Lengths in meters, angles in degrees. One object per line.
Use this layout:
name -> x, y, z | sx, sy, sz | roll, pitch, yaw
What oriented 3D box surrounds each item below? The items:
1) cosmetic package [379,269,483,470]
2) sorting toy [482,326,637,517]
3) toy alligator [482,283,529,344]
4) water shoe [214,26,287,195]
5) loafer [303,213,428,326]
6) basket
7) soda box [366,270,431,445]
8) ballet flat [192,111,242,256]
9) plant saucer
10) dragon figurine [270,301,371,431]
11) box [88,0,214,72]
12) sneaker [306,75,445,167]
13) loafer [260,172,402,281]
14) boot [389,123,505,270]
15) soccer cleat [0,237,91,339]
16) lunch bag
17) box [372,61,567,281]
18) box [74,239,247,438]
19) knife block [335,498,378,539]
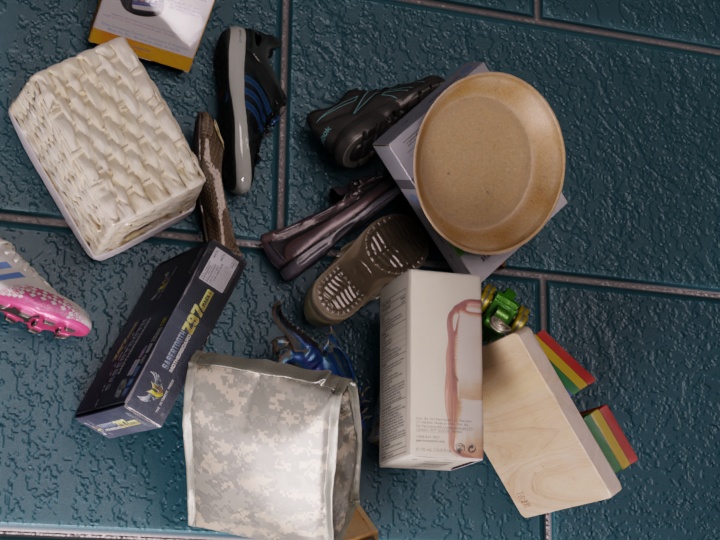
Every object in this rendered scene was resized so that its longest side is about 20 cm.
cosmetic package -> 0.075, 0.108, 1.658 | 0.087, 0.103, 0.200 | 5, 76, -17
sorting toy -> 0.201, 0.160, 1.714 | 0.070, 0.200, 0.199 | -29, 88, -26
toy alligator -> 0.151, 0.061, 1.756 | 0.059, 0.200, 0.054 | 32, 104, 2
water shoe -> -0.118, -0.183, 1.754 | 0.079, 0.072, 0.200 | 3, 76, -22
loafer -> 0.000, 0.000, 1.756 | 0.200, 0.068, 0.076 | -35, 92, -41
basket -> -0.267, -0.133, 1.654 | 0.136, 0.123, 0.200 | -29, 89, -24
soda box -> 0.069, 0.107, 1.750 | 0.064, 0.068, 0.200 | 22, 70, -15
ballet flat -> -0.157, -0.078, 1.712 | 0.046, 0.067, 0.200 | -5, 83, -9
plant saucer -> 0.135, -0.118, 1.705 | 0.200, 0.035, 0.200 | -3, 96, -29
dragon figurine -> -0.042, 0.099, 1.680 | 0.099, 0.059, 0.200 | -12, 119, -6
box -> -0.214, -0.329, 1.705 | 0.119, 0.041, 0.200 | 16, 114, -17
sneaker -> 0.023, -0.191, 1.809 | 0.079, 0.075, 0.200 | 37, 46, 25
loafer -> -0.026, -0.068, 1.762 | 0.200, 0.072, 0.063 | -39, 88, -22
boot -> 0.107, -0.088, 1.798 | 0.200, 0.077, 0.155 | 17, 75, -47
soccer cleat -> -0.367, 0.005, 1.609 | 0.200, 0.070, 0.086 | 21, 70, -14
lunch bag -> -0.087, 0.168, 1.550 | 0.164, 0.200, 0.118 | 10, 34, 13
box -> 0.126, -0.108, 1.744 | 0.156, 0.041, 0.200 | -41, 114, -20
box -> -0.208, 0.073, 1.603 | 0.051, 0.158, 0.200 | 34, 67, -18
knife block -> -0.022, 0.276, 1.611 | 0.064, 0.176, 0.200 | -12, 80, -24
